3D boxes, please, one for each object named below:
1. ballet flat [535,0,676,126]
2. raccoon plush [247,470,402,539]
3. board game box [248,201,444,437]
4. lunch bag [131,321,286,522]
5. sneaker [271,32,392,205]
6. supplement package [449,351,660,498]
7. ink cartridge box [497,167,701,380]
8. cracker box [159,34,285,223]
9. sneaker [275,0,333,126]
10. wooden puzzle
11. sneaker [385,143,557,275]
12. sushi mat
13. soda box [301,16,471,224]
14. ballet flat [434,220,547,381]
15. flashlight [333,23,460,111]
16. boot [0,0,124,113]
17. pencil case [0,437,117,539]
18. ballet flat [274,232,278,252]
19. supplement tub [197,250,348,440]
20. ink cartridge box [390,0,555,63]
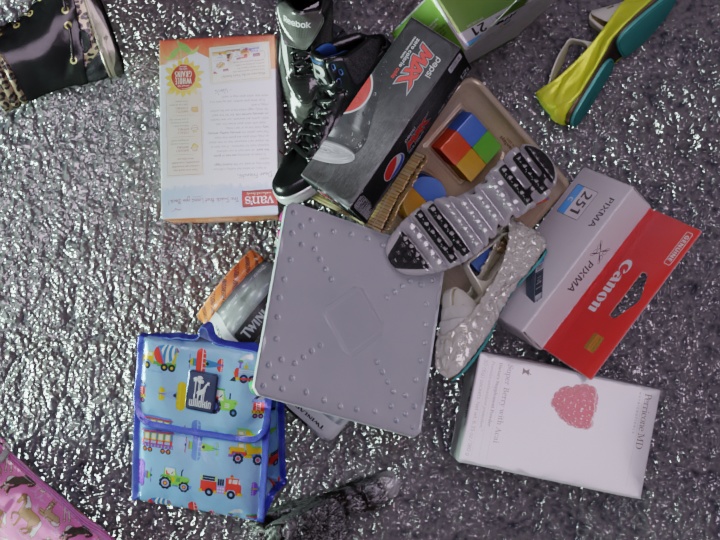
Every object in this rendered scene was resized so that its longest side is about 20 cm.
[{"bbox_3d":[0.271,-0.254,1.659,0.067,0.067,0.200,38,88,23],"label":"ballet flat"},{"bbox_3d":[-0.032,0.315,1.602,0.198,0.097,0.135,-18,95,-3],"label":"raccoon plush"},{"bbox_3d":[-0.012,0.053,1.522,0.199,0.026,0.202,18,73,-28],"label":"board game box"},{"bbox_3d":[-0.158,0.147,1.555,0.149,0.094,0.202,7,113,11],"label":"lunch bag"},{"bbox_3d":[-0.041,-0.173,1.559,0.200,0.073,0.112,-46,130,-9],"label":"sneaker"},{"bbox_3d":[0.208,0.165,1.598,0.198,0.120,0.123,11,86,-1],"label":"supplement package"},{"bbox_3d":[0.244,-0.002,1.588,0.045,0.176,0.201,40,86,-34],"label":"ink cartridge box"},{"bbox_3d":[-0.153,-0.155,1.637,0.132,0.058,0.202,-1,86,6],"label":"cracker box"},{"bbox_3d":[-0.061,-0.254,1.580,0.066,0.090,0.202,7,100,11],"label":"sneaker"},{"bbox_3d":[0.115,-0.079,1.615,0.200,0.046,0.185,-47,114,-2],"label":"wooden puzzle"},{"bbox_3d":[0.117,-0.054,1.555,0.199,0.081,0.076,-31,85,-7],"label":"sneaker"},{"bbox_3d":[-0.010,-0.109,1.596,0.012,0.199,0.096,33,87,-40],"label":"sushi mat"},{"bbox_3d":[0.027,-0.154,1.512,0.070,0.063,0.201,34,88,19],"label":"soda box"},{"bbox_3d":[0.125,0.025,1.576,0.072,0.072,0.201,36,67,1],"label":"ballet flat"},{"bbox_3d":[0.023,-0.218,1.650,0.199,0.068,0.068,32,98,6],"label":"flashlight"},{"bbox_3d":[-0.364,-0.285,1.642,0.149,0.073,0.202,-24,92,-3],"label":"boot"},{"bbox_3d":[-0.353,0.271,1.600,0.200,0.087,0.083,41,55,1],"label":"pencil case"},{"bbox_3d":[0.000,0.000,1.592,0.199,0.072,0.072,31,86,-25],"label":"ballet flat"},{"bbox_3d":[-0.072,0.078,1.597,0.200,0.123,0.123,39,86,1],"label":"supplement tub"},{"bbox_3d":[0.144,-0.293,1.567,0.147,0.200,0.076,-32,87,-32],"label":"ink cartridge box"}]
